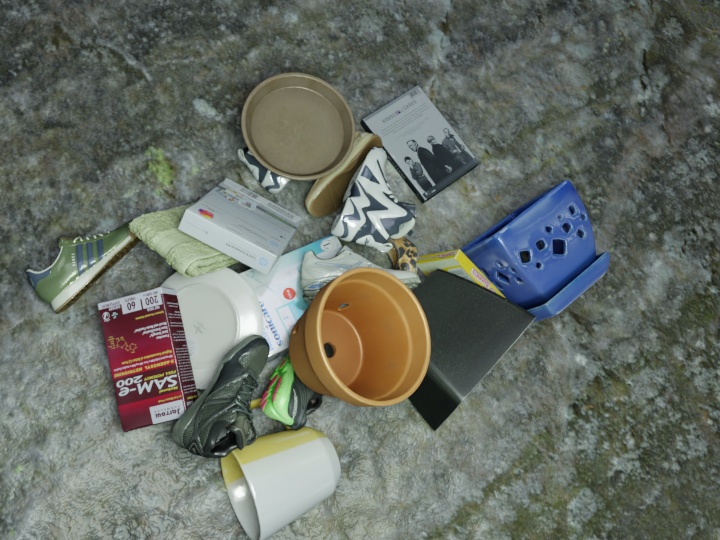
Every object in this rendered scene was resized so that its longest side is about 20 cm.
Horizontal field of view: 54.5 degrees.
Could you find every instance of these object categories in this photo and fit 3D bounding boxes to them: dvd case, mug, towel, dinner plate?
[{"bbox_3d":[0.117,-0.248,1.362,0.150,0.025,0.200,-35,84,-22],"label":"dvd case"},{"bbox_3d":[-0.120,0.295,1.068,0.153,0.149,0.187,-17,97,-27],"label":"mug"},{"bbox_3d":[-0.258,-0.057,1.129,0.148,0.037,0.200,37,29,17],"label":"towel"},{"bbox_3d":[-0.253,0.088,1.111,0.200,0.024,0.201,-1,86,12],"label":"dinner plate"}]

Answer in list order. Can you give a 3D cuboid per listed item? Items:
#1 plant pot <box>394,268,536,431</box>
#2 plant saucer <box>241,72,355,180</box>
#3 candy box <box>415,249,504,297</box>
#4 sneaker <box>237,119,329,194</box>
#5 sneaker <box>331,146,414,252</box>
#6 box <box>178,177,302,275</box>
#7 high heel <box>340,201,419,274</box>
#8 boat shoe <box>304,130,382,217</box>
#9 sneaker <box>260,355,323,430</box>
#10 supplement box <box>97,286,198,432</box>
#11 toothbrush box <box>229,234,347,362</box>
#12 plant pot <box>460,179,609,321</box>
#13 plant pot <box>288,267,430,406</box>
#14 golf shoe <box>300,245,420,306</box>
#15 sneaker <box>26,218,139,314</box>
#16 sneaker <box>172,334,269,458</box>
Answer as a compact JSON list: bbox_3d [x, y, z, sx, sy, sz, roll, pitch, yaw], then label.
[{"bbox_3d":[0.141,0.119,1.173,0.177,0.200,0.200,41,68,12],"label":"plant pot"},{"bbox_3d":[-0.108,-0.248,1.216,0.200,0.029,0.201,3,76,-14],"label":"plant saucer"},{"bbox_3d":[0.195,0.040,1.216,0.200,0.102,0.026,44,64,-24],"label":"candy box"},{"bbox_3d":[-0.143,-0.248,1.261,0.130,0.079,0.199,39,78,-10],"label":"sneaker"},{"bbox_3d":[0.041,-0.115,1.206,0.129,0.080,0.199,28,49,-10],"label":"sneaker"},{"bbox_3d":[-0.189,-0.077,1.147,0.156,0.200,0.041,28,111,-4],"label":"box"},{"bbox_3d":[0.030,-0.043,1.251,0.142,0.071,0.200,8,63,-12],"label":"high heel"},{"bbox_3d":[-0.041,-0.178,1.282,0.064,0.071,0.200,26,64,32],"label":"boat shoe"},{"bbox_3d":[-0.097,0.184,1.112,0.084,0.077,0.200,46,28,-11],"label":"sneaker"},{"bbox_3d":[-0.324,0.136,1.076,0.109,0.061,0.200,-15,84,6],"label":"supplement box"},{"bbox_3d":[-0.104,0.048,1.179,0.200,0.085,0.147,-23,80,-19],"label":"toothbrush box"},{"bbox_3d":[0.308,-0.017,1.255,0.200,0.200,0.180,-35,91,-22],"label":"plant pot"},{"bbox_3d":[-0.014,0.109,1.045,0.200,0.140,0.201,12,68,-32],"label":"plant pot"},{"bbox_3d":[0.000,0.000,1.138,0.200,0.078,0.097,-2,68,-18],"label":"golf shoe"},{"bbox_3d":[-0.441,-0.031,1.119,0.090,0.067,0.200,44,71,-5],"label":"sneaker"},{"bbox_3d":[-0.176,0.190,1.029,0.114,0.076,0.200,15,58,37],"label":"sneaker"}]
